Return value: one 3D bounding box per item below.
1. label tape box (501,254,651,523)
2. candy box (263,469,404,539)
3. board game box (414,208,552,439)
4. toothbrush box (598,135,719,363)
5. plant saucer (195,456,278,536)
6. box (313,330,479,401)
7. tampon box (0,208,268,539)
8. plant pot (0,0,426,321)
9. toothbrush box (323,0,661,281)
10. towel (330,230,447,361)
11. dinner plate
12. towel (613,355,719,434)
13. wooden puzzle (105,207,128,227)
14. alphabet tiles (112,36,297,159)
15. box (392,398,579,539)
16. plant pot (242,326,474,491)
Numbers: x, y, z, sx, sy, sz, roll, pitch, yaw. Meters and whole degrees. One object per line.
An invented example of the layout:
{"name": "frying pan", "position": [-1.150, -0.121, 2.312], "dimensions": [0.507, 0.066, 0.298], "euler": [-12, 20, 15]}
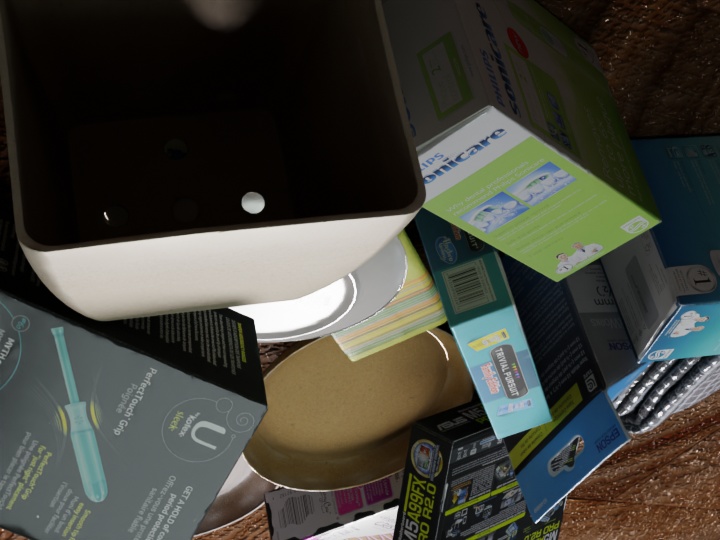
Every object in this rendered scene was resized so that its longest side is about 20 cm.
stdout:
{"name": "label tape box", "position": [0.160, 0.074, 1.184], "dimensions": [0.066, 0.200, 0.143], "euler": [-1, 147, -28]}
{"name": "candy box", "position": [0.032, 0.210, 1.395], "dimensions": [0.200, 0.061, 0.136], "euler": [-25, 152, 24]}
{"name": "board game box", "position": [0.083, 0.012, 1.097], "dimensions": [0.047, 0.151, 0.200], "euler": [-19, 150, 5]}
{"name": "toothbrush box", "position": [0.286, -0.021, 1.142], "dimensions": [0.200, 0.146, 0.085], "euler": [-6, 149, -19]}
{"name": "plant saucer", "position": [-0.173, 0.197, 1.399], "dimensions": [0.200, 0.032, 0.200], "euler": [-11, 149, -7]}
{"name": "box", "position": [0.026, 0.114, 1.337], "dimensions": [0.200, 0.050, 0.158], "euler": [-2, 147, -22]}
{"name": "tampon box", "position": [-0.181, 0.077, 0.957], "dimensions": [0.200, 0.126, 0.150], "euler": [26, 108, -18]}
{"name": "plant pot", "position": [-0.094, -0.073, 0.846], "dimensions": [0.200, 0.200, 0.177], "euler": [-6, 157, -12]}
{"name": "toothbrush box", "position": [0.081, -0.098, 0.920], "dimensions": [0.086, 0.146, 0.200], "euler": [-33, 145, 27]}
{"name": "towel", "position": [0.000, 0.000, 1.074], "dimensions": [0.086, 0.018, 0.200], "euler": [-24, 146, 5]}
{"name": "dinner plate", "position": [-0.068, 0.006, 1.023], "dimensions": [0.200, 0.024, 0.200], "euler": [-1, 149, -1]}
{"name": "towel", "position": [0.298, 0.047, 1.278], "dimensions": [0.166, 0.086, 0.200], "euler": [-20, 155, -34]}
{"name": "wooden puzzle", "position": [-0.073, -0.018, 1.067], "dimensions": [0.185, 0.046, 0.200], "euler": [-15, 152, 0]}
{"name": "alphabet tiles", "position": [-0.065, -0.094, 0.996], "dimensions": [0.200, 0.006, 0.166], "euler": [-2, 146, -22]}
{"name": "box", "position": [0.108, 0.185, 1.285], "dimensions": [0.200, 0.044, 0.160], "euler": [-13, 119, -48]}
{"name": "plant pot", "position": [-0.005, 0.104, 1.233], "dimensions": [0.200, 0.027, 0.200], "euler": [-12, 135, -12]}
